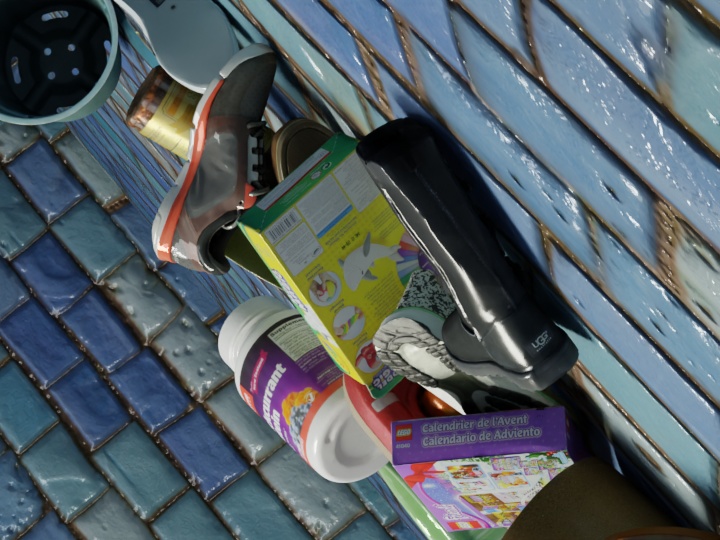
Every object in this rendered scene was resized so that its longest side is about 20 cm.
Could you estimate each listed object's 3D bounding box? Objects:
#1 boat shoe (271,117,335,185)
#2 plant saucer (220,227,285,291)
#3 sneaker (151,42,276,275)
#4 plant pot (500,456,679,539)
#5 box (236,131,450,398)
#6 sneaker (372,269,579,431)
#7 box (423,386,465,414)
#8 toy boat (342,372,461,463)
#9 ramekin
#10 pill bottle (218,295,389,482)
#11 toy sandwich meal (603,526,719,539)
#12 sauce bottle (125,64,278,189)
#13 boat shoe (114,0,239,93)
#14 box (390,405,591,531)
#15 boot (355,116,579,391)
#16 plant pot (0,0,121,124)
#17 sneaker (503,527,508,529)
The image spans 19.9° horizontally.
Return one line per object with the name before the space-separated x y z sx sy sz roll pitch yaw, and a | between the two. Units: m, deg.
boat shoe | -0.025 -0.054 1.729 0.068 0.072 0.200 40 166 53
plant saucer | -0.069 -0.025 1.813 0.200 0.031 0.200 29 -168 -7
sneaker | -0.099 -0.087 1.696 0.082 0.200 0.077 27 -166 21
plant pot | 0.213 0.271 1.553 0.200 0.186 0.186 31 163 28
box | 0.000 0.000 1.662 0.200 0.117 0.048 56 165 -29
sneaker | 0.102 0.064 1.611 0.200 0.089 0.077 37 141 -27
box | 0.083 0.092 1.723 0.200 0.039 0.041 34 167 14
toy boat | 0.077 0.107 1.804 0.200 0.130 0.131 48 141 21
ramekin | 0.114 0.252 2.231 0.200 0.098 0.200 51 172 10
pill bottle | -0.051 0.106 1.955 0.200 0.111 0.111 39 166 44
toy sandwich meal | 0.226 0.280 1.428 0.205 0.205 0.070 51 -159 7
sauce bottle | -0.110 -0.109 1.831 0.200 0.066 0.066 29 178 -15
boat shoe | -0.155 -0.212 1.816 0.200 0.071 0.091 50 -179 32
box | 0.113 0.161 1.640 0.200 0.137 0.039 56 -150 -64
boot | 0.057 -0.016 1.446 0.200 0.066 0.165 51 165 -19
plant pot | -0.367 -0.258 2.411 0.200 0.200 0.196 51 -179 4
sneaker | 0.163 0.219 1.893 0.200 0.080 0.086 58 -165 22
